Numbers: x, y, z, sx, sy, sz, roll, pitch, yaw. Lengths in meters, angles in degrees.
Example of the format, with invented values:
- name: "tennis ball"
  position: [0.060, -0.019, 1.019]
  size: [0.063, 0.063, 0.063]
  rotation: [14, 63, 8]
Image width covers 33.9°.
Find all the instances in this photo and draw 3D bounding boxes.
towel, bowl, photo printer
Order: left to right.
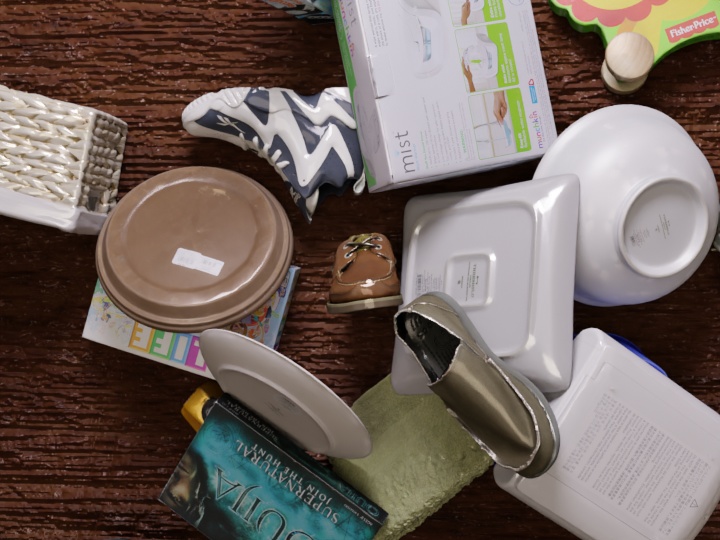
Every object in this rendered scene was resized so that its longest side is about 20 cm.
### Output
- name: "towel"
  position: [0.051, 0.168, 1.155]
  size: [0.200, 0.036, 0.149]
  rotation: [-44, 54, 25]
- name: "photo printer"
  position: [0.242, 0.172, 1.077]
  size: [0.199, 0.069, 0.167]
  rotation: [33, 89, -17]
- name: "bowl"
  position: [0.264, -0.051, 1.115]
  size: [0.199, 0.090, 0.203]
  rotation: [-5, 106, -18]

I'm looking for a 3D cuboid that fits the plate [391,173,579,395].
- name: "plate"
  position: [0.107, 0.013, 1.103]
  size: [0.199, 0.032, 0.202]
  rotation: [-6, 73, 39]

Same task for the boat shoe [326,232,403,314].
- name: "boat shoe"
  position: [0.000, 0.000, 1.127]
  size: [0.071, 0.200, 0.069]
  rotation: [-5, 95, -3]

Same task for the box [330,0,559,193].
- name: "box"
  position: [0.079, -0.190, 1.138]
  size: [0.175, 0.097, 0.202]
  rotation: [-13, 91, -14]

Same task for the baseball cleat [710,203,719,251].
- name: "baseball cleat"
  position: [0.404, 0.023, 1.154]
  size: [0.105, 0.070, 0.202]
  rotation: [-9, 97, -4]

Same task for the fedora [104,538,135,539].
- name: "fedora"
  position: [-0.228, 0.367, 1.219]
  size: [0.198, 0.092, 0.203]
  rotation: [0, 92, 6]

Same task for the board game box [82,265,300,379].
- name: "board game box"
  position: [-0.176, 0.033, 1.230]
  size: [0.198, 0.034, 0.136]
  rotation: [16, 94, 5]

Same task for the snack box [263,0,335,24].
- name: "snack box"
  position: [-0.064, -0.307, 1.122]
  size: [0.037, 0.200, 0.118]
  rotation: [-5, 92, 15]

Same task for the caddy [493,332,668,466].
- name: "caddy"
  position: [0.208, 0.137, 1.157]
  size: [0.198, 0.105, 0.143]
  rotation: [-5, 100, -11]

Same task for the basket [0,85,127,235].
- name: "basket"
  position: [-0.347, -0.117, 1.193]
  size: [0.198, 0.136, 0.125]
  rotation: [13, 91, 5]

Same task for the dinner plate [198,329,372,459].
- name: "dinner plate"
  position: [-0.077, 0.127, 1.132]
  size: [0.199, 0.200, 0.024]
  rotation: [32, 65, 4]

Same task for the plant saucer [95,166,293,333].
- name: "plant saucer"
  position: [-0.165, -0.029, 1.173]
  size: [0.198, 0.030, 0.202]
  rotation: [0, 56, 0]

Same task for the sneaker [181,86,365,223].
- name: "sneaker"
  position: [-0.081, -0.112, 1.191]
  size: [0.197, 0.079, 0.131]
  rotation: [-1, 84, -4]

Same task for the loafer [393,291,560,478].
- name: "loafer"
  position: [0.092, 0.101, 1.029]
  size: [0.200, 0.069, 0.076]
  rotation: [48, 119, 29]

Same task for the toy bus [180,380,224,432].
- name: "toy bus"
  position: [-0.106, 0.205, 1.214]
  size: [0.200, 0.065, 0.078]
  rotation: [42, 98, 3]

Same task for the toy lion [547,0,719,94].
- name: "toy lion"
  position: [0.284, -0.287, 1.163]
  size: [0.198, 0.069, 0.194]
  rotation: [-18, 83, 6]

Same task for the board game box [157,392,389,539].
- name: "board game box"
  position: [-0.088, 0.231, 1.158]
  size: [0.199, 0.028, 0.136]
  rotation: [35, 113, 6]
